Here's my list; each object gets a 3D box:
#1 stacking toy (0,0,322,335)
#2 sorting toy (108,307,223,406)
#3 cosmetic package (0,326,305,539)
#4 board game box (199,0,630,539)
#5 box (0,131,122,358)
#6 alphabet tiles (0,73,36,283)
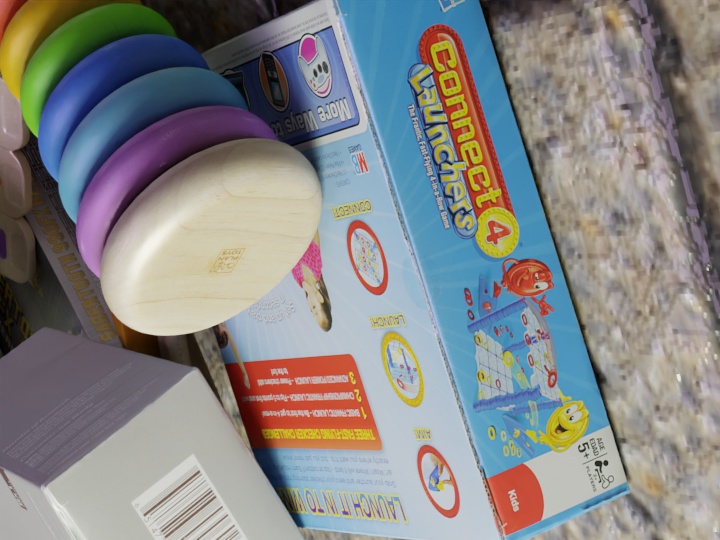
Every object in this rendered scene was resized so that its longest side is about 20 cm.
[{"bbox_3d":[-0.099,-0.073,0.726,0.200,0.085,0.086,52,149,28],"label":"stacking toy"},{"bbox_3d":[-0.116,-0.049,0.892,0.185,0.036,0.200,-118,13,-46],"label":"sorting toy"},{"bbox_3d":[-0.112,0.095,0.868,0.107,0.090,0.200,58,157,-16],"label":"cosmetic package"},{"bbox_3d":[0.000,0.000,0.756,0.200,0.056,0.197,-8,101,64],"label":"board game box"},{"bbox_3d":[-0.155,0.036,1.092,0.200,0.048,0.159,59,153,21],"label":"box"},{"bbox_3d":[-0.240,-0.079,1.061,0.195,0.015,0.201,26,129,32],"label":"alphabet tiles"}]
